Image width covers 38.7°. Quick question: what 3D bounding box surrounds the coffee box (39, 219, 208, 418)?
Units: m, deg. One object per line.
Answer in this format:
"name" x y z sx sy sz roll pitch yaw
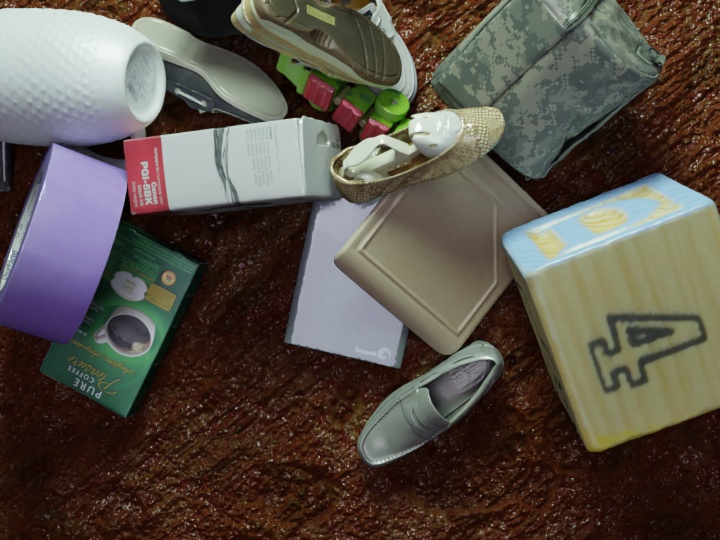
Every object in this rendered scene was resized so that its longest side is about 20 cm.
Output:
"coffee box" -0.275 0.055 1.194 0.122 0.044 0.201 25 93 5

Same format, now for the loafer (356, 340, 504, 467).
"loafer" 0.076 0.152 1.159 0.200 0.070 0.070 -42 90 4

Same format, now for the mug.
"mug" -0.305 -0.189 1.134 0.174 0.148 0.201 6 135 19

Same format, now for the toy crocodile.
"toy crocodile" -0.011 -0.186 1.145 0.199 0.068 0.062 36 50 3

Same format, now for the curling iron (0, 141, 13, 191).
"curling iron" -0.408 -0.193 1.203 0.049 0.026 0.202 9 93 7

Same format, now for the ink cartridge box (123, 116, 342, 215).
"ink cartridge box" -0.132 -0.109 1.110 0.198 0.147 0.084 -5 92 16

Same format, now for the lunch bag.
"lunch bag" 0.196 -0.209 1.081 0.168 0.139 0.200 48 127 -2

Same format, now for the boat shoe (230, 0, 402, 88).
"boat shoe" -0.046 -0.241 1.079 0.199 0.076 0.072 23 61 -36

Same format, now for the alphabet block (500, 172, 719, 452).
"alphabet block" 0.276 0.037 1.064 0.195 0.195 0.201 -21 103 6

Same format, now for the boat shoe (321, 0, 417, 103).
"boat shoe" 0.003 -0.275 1.149 0.070 0.070 0.201 -25 92 5

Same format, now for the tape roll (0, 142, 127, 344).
"tape roll" -0.325 -0.028 1.103 0.084 0.200 0.201 21 94 -22

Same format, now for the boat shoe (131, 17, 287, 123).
"boat shoe" -0.177 -0.217 1.182 0.199 0.073 0.063 29 137 -3

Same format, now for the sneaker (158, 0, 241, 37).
"sneaker" -0.128 -0.328 1.155 0.199 0.084 0.121 13 48 34

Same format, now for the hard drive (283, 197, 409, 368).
"hard drive" 0.000 0.000 1.178 0.138 0.033 0.202 12 93 3

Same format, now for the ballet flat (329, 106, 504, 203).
"ballet flat" 0.052 -0.124 1.062 0.199 0.065 0.071 -24 56 25

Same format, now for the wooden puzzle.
"wooden puzzle" 0.094 -0.032 1.144 0.185 0.037 0.200 40 91 -20
